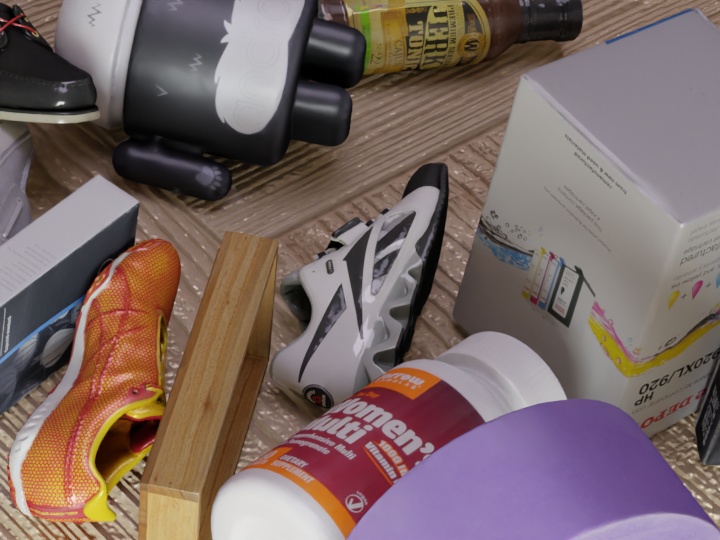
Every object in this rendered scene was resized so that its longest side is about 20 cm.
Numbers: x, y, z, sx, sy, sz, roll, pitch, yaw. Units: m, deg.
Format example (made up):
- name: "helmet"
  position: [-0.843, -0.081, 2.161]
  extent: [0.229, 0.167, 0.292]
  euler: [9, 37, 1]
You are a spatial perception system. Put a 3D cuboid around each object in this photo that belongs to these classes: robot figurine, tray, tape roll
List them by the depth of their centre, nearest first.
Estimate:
- name: "tape roll"
  position: [0.084, 0.167, 1.300]
  extent: [0.199, 0.201, 0.085]
  euler: [-15, 48, -26]
- name: "tray"
  position: [-0.086, 0.082, 1.423]
  extent: [0.037, 0.099, 0.201]
  euler: [10, 44, 4]
- name: "robot figurine"
  position: [-0.098, -0.137, 1.644]
  extent: [0.199, 0.125, 0.151]
  euler: [12, 37, 1]

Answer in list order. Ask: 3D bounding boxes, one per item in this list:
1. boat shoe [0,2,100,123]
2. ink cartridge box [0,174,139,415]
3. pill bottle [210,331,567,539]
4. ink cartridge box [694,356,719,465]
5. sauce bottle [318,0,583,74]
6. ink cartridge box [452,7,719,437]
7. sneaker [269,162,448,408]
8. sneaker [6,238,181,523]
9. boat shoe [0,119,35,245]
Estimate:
- name: "boat shoe"
  position: [-0.237, -0.138, 1.608]
  extent: [0.073, 0.063, 0.201]
  euler: [-7, 23, -44]
- name: "ink cartridge box"
  position: [-0.205, 0.034, 1.453]
  extent: [0.039, 0.100, 0.200]
  euler: [33, 47, 20]
- name: "pill bottle"
  position: [0.021, 0.117, 1.406]
  extent: [0.109, 0.110, 0.200]
  euler: [37, 48, 25]
- name: "ink cartridge box"
  position: [0.313, 0.045, 1.480]
  extent: [0.199, 0.198, 0.047]
  euler: [4, 46, -7]
- name: "sauce bottle"
  position: [0.056, -0.172, 1.755]
  extent: [0.199, 0.065, 0.065]
  euler: [-8, 46, -18]
- name: "ink cartridge box"
  position: [0.170, -0.021, 1.518]
  extent: [0.147, 0.201, 0.145]
  euler: [-24, 55, -33]
- name: "sneaker"
  position: [0.000, 0.000, 1.551]
  extent: [0.088, 0.074, 0.200]
  euler: [14, 46, 9]
- name: "sneaker"
  position: [-0.134, 0.066, 1.453]
  extent: [0.077, 0.073, 0.201]
  euler: [7, 52, 15]
- name: "boat shoe"
  position: [-0.230, -0.021, 1.536]
  extent: [0.068, 0.072, 0.200]
  euler: [39, 29, -12]
